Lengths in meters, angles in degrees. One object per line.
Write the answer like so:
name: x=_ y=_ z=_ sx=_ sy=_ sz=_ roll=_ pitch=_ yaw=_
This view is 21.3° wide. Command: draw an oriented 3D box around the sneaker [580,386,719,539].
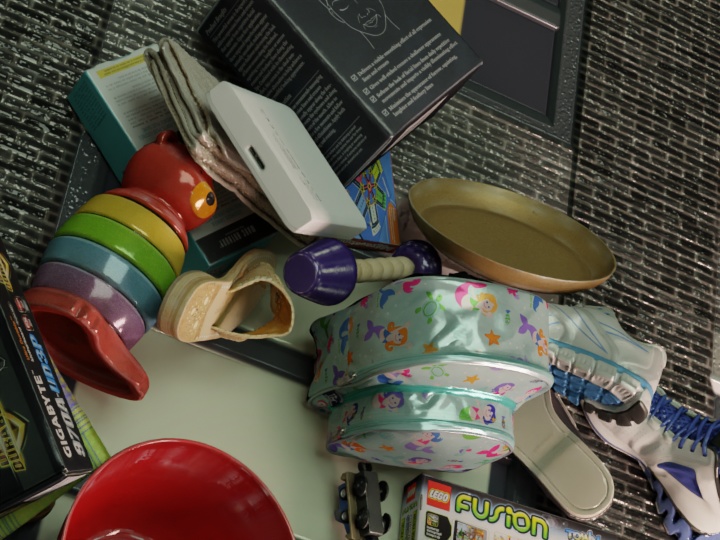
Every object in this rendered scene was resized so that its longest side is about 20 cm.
sneaker: x=0.295 y=0.151 z=1.733 sx=0.080 sy=0.115 sz=0.200 roll=-30 pitch=82 yaw=-39

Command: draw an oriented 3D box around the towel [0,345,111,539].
towel: x=-0.285 y=0.093 z=1.422 sx=0.201 sy=0.143 sz=0.023 roll=57 pitch=14 yaw=9

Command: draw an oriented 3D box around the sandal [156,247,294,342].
sandal: x=-0.089 y=0.034 z=1.543 sx=0.069 sy=0.078 sz=0.212 roll=26 pitch=12 yaw=15

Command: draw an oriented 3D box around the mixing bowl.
mixing bowl: x=-0.154 y=0.234 z=1.419 sx=0.199 sy=0.108 sz=0.201 roll=14 pitch=65 yaw=-31

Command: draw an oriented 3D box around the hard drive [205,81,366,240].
hard drive: x=-0.058 y=-0.087 z=1.588 sx=0.132 sy=0.027 sz=0.200 roll=57 pitch=10 yaw=7

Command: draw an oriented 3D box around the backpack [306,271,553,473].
backpack: x=0.062 y=0.081 z=1.579 sx=0.177 sy=0.200 sz=0.151 roll=11 pitch=62 yaw=-26

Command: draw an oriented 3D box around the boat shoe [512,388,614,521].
boat shoe: x=0.154 y=0.140 z=1.703 sx=0.072 sy=0.063 sz=0.200 roll=-35 pitch=70 yaw=-4

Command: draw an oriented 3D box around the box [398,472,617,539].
box: x=0.127 y=0.253 z=1.629 sx=0.199 sy=0.035 sz=0.111 roll=20 pitch=56 yaw=-20

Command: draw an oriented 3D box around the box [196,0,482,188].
box: x=-0.019 y=-0.202 z=1.721 sx=0.200 sy=0.107 sz=0.148 roll=49 pitch=51 yaw=1

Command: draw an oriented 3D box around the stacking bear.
stacking bear: x=-0.183 y=-0.017 z=1.523 sx=0.201 sy=0.113 sz=0.122 roll=-59 pitch=139 yaw=-26

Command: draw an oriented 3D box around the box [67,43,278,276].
box: x=-0.161 y=-0.090 z=1.637 sx=0.082 sy=0.049 sz=0.201 roll=-27 pitch=80 yaw=-37

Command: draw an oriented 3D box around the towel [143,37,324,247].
towel: x=-0.103 y=-0.106 z=1.609 sx=0.200 sy=0.034 sz=0.133 roll=40 pitch=20 yaw=-55

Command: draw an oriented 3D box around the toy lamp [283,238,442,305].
toy lamp: x=0.000 y=0.000 z=1.632 sx=0.200 sy=0.058 sz=0.058 roll=-1 pitch=62 yaw=-61

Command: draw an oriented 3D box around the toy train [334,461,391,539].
toy train: x=0.004 y=0.254 z=1.551 sx=0.034 sy=0.046 sz=0.201 roll=16 pitch=60 yaw=-36

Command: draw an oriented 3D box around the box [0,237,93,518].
box: x=-0.301 y=0.088 z=1.387 sx=0.201 sy=0.158 sz=0.046 roll=66 pitch=17 yaw=11

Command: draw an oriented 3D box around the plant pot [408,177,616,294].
plant pot: x=0.134 y=-0.028 z=1.734 sx=0.199 sy=0.028 sz=0.200 roll=17 pitch=21 yaw=-7

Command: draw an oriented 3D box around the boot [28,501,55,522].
boot: x=-0.277 y=0.092 z=1.454 sx=0.073 sy=0.075 sz=0.201 roll=-13 pitch=73 yaw=-37

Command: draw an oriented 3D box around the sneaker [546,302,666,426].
sneaker: x=0.175 y=0.057 z=1.673 sx=0.199 sy=0.075 sz=0.087 roll=29 pitch=55 yaw=13

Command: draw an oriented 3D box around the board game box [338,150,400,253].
board game box: x=-0.020 y=-0.115 z=1.753 sx=0.102 sy=0.019 sz=0.201 roll=8 pitch=61 yaw=-25
